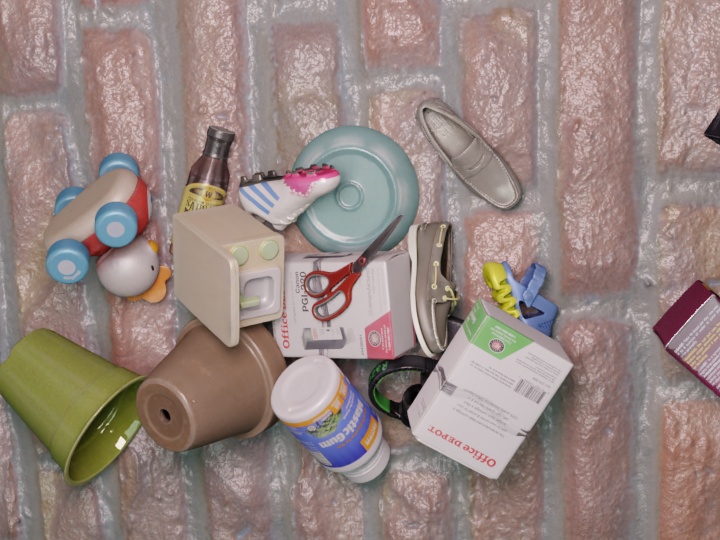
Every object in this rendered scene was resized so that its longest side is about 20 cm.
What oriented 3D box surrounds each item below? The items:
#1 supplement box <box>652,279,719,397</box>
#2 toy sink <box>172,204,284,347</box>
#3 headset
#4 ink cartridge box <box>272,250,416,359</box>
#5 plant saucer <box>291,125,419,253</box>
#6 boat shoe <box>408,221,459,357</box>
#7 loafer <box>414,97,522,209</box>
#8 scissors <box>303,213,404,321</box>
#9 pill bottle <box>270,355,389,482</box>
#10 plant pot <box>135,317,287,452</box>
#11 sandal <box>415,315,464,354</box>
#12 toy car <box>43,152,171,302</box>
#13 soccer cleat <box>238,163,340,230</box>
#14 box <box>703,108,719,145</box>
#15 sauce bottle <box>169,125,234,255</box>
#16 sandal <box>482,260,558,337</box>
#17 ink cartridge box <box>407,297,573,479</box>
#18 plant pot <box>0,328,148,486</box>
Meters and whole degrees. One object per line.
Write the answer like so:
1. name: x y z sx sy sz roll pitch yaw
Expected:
1. supplement box: 0.519 0.122 1.570 0.200 0.131 0.103 41 102 -1
2. toy sink: -0.177 0.003 1.598 0.111 0.200 0.132 -12 116 -29
3. headset: 0.106 0.194 1.650 0.198 0.095 0.124 19 134 -19
4. ink cartridge box: -0.029 0.050 1.640 0.198 0.085 0.147 -1 100 28
5. plant saucer: -0.013 -0.111 1.659 0.198 0.036 0.202 2 101 9
6. boat shoe: 0.107 0.022 1.605 0.060 0.072 0.204 -12 63 19
7. loafer: 0.151 -0.163 1.605 0.200 0.070 0.070 44 103 -1
8. scissors: 0.000 0.000 1.564 0.199 0.014 0.074 -33 81 25
9. pill bottle: -0.036 0.224 1.648 0.111 0.113 0.200 -28 129 12
10. plant pot: -0.229 0.177 1.641 0.199 0.174 0.202 15 118 30
11. sandal: 0.084 0.071 1.672 0.199 0.043 0.077 31 111 6
12. toy car: -0.348 -0.035 1.682 0.176 0.185 0.200 -35 122 12
13. soccer cleat: -0.097 -0.103 1.626 0.199 0.070 0.087 -1 104 46
14. box: 0.575 -0.165 1.482 0.199 0.182 0.105 33 103 1
15. sauce bottle: -0.233 -0.114 1.677 0.065 0.066 0.202 16 103 6
16. sandal: 0.250 0.070 1.632 0.086 0.079 0.202 -22 101 -5
17. ink cartridge box: 0.175 0.164 1.562 0.145 0.084 0.201 29 103 -12
18. plant pot: -0.445 0.189 1.719 0.189 0.200 0.201 35 104 15
